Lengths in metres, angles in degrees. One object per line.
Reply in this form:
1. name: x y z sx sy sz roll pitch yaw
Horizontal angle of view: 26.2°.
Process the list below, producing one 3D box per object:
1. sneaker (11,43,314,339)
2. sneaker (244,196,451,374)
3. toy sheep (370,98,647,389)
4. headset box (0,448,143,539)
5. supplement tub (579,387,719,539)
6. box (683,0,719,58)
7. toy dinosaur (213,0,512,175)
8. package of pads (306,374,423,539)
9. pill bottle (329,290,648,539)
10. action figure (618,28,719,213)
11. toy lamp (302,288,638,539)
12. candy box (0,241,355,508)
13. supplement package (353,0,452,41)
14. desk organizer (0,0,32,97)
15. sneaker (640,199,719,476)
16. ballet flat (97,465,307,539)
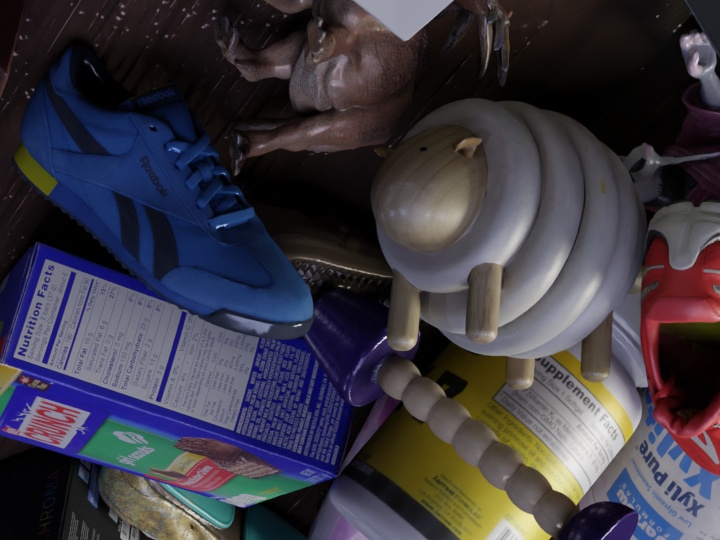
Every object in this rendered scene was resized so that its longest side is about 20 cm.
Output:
1. sneaker: -0.095 -0.043 0.783 0.200 0.066 0.079 38 113 22
2. sneaker: 0.000 0.000 0.891 0.199 0.076 0.070 22 118 -45
3. toy sheep: 0.079 -0.015 0.773 0.138 0.139 0.200 -34 145 28
4. headset box: -0.254 0.228 1.024 0.199 0.175 0.093 -20 131 19
5. supplement tub: 0.228 0.098 0.933 0.131 0.132 0.201 14 131 -13
6. box: 0.197 -0.200 0.683 0.163 0.086 0.200 -25 129 22
7. toy dinosaur: 0.007 -0.106 0.778 0.135 0.086 0.200 -1 149 -29
8. package of pads: 0.048 0.141 1.012 0.120 0.076 0.201 16 131 -11
9. pill bottle: 0.085 0.086 0.873 0.200 0.114 0.114 -49 127 -12
10. action figure: 0.223 -0.053 0.838 0.199 0.135 0.149 1 178 16
11. toy lamp: 0.049 0.079 0.789 0.200 0.058 0.058 38 140 26
12. candy box: -0.123 0.069 0.899 0.199 0.077 0.169 21 158 -17
13. supplement package: -0.001 -0.235 0.570 0.191 0.201 0.147 35 124 -28
14. desk organizer: -0.236 -0.065 0.812 0.071 0.077 0.200 18 131 -17
15. sneaker: 0.167 0.053 0.776 0.077 0.085 0.200 3 142 24
16. ballet flat: -0.098 0.181 1.055 0.071 0.071 0.200 -33 120 27
